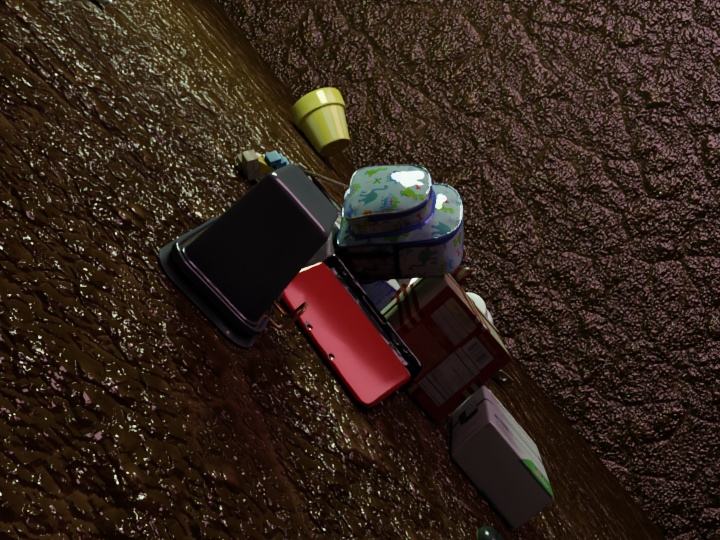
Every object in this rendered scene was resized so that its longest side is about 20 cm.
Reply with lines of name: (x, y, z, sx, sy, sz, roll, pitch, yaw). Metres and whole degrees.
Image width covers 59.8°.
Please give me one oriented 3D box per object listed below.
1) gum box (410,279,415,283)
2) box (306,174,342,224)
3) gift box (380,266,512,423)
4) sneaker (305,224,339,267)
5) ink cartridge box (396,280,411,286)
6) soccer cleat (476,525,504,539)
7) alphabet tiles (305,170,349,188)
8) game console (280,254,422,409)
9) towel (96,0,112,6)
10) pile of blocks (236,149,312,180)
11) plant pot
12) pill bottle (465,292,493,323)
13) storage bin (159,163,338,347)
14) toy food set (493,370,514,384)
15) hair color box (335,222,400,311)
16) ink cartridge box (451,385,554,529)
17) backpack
gum box: (0.159, 0.102, 1.360, 0.115, 0.065, 0.201, 79, -16, -46)
box: (-0.088, -0.134, 1.334, 0.159, 0.048, 0.200, 50, 10, 4)
gift box: (0.140, 0.105, 1.031, 0.186, 0.199, 0.187, 52, 8, -10)
sneaker: (-0.061, -0.042, 1.029, 0.114, 0.075, 0.201, 45, 12, -38)
ink cartridge box: (0.059, -0.064, 1.368, 0.044, 0.178, 0.201, -1, 43, -37)
soccer cleat: (0.196, 0.351, 0.653, 0.067, 0.081, 0.201, 35, 17, -53)
alphabet tiles: (-0.097, -0.210, 1.396, 0.198, 0.008, 0.166, 24, 8, 39)
game console: (-0.023, 0.094, 0.850, 0.201, 0.118, 0.173, 52, -21, 14)
towel: (-0.515, -0.540, 1.046, 0.154, 0.023, 0.199, 56, 11, 30)
pile of blocks: (-0.154, -0.187, 1.145, 0.063, 0.082, 0.199, 53, 11, 27)
plant pot: (-0.131, -0.532, 2.300, 0.192, 0.198, 0.200, 66, 13, 10)
pill bottle: (0.260, 0.151, 1.468, 0.115, 0.113, 0.201, 57, -5, 41)
storage bin: (-0.092, -0.026, 0.654, 0.146, 0.134, 0.200, 47, 11, -8)
toy food set: (0.400, 0.263, 1.976, 0.143, 0.060, 0.201, 36, 17, -52)
hair color box: (0.000, 0.000, 1.177, 0.200, 0.065, 0.110, 41, 13, -50)
ink cartridge box: (0.219, 0.287, 0.996, 0.147, 0.083, 0.200, 49, 10, 2)
backpack: (0.066, -0.075, 0.997, 0.185, 0.195, 0.149, -80, 167, -49)
